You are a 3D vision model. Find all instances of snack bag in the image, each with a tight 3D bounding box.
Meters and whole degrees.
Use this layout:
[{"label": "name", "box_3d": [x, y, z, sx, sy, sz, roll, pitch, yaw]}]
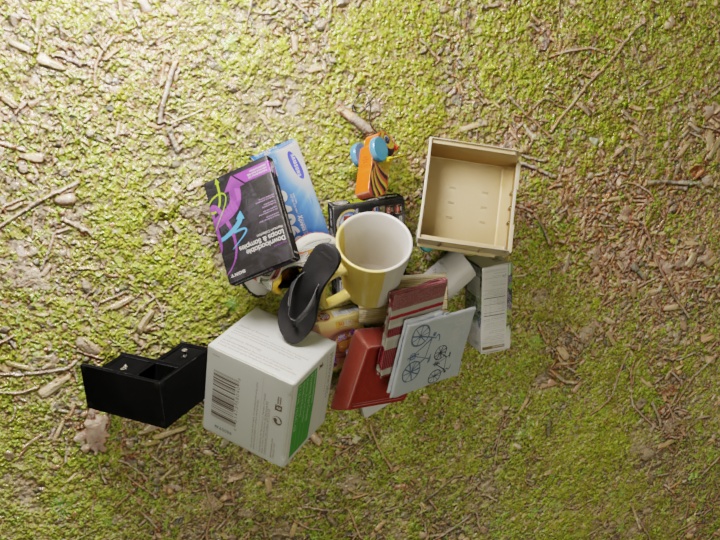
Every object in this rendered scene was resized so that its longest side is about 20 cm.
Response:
[{"label": "snack bag", "box_3d": [0.149, 0.162, 1.606, 0.196, 0.021, 0.193, -13, 127, -34]}]

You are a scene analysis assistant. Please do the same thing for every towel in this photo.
[{"label": "towel", "box_3d": [0.102, 0.115, 1.562, 0.141, 0.023, 0.204, -13, 126, -33]}]

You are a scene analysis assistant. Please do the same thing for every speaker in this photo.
[{"label": "speaker", "box_3d": [0.153, 0.044, 1.669, 0.199, 0.081, 0.082, -42, 116, -4]}]

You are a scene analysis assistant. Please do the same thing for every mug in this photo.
[{"label": "mug", "box_3d": [0.004, -0.007, 1.514, 0.181, 0.152, 0.155, -2, 141, -5]}]

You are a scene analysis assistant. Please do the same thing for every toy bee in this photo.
[{"label": "toy bee", "box_3d": [0.040, -0.231, 1.527, 0.107, 0.129, 0.205, 14, 92, -48]}]

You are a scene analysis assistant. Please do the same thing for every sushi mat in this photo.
[{"label": "sushi mat", "box_3d": [0.089, 0.059, 1.613, 0.194, 0.012, 0.099, -4, 94, -8]}]

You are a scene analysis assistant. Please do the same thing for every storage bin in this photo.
[{"label": "storage bin", "box_3d": [0.218, -0.141, 1.555, 0.193, 0.094, 0.206, 8, 80, 1]}]

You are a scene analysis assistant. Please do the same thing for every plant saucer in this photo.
[{"label": "plant saucer", "box_3d": [0.048, 0.209, 1.627, 0.196, 0.037, 0.204, -3, 123, -37]}]

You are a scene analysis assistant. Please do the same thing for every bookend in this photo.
[{"label": "bookend", "box_3d": [-0.393, 0.198, 1.500, 0.199, 0.194, 0.095, -35, 127, -56]}]

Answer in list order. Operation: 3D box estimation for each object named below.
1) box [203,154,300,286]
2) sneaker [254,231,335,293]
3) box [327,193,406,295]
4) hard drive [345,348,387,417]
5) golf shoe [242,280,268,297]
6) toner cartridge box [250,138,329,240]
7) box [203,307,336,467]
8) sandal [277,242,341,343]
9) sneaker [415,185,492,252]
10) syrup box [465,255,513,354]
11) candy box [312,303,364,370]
[{"label": "box", "box_3d": [-0.202, -0.091, 1.435, 0.140, 0.036, 0.205, -21, 79, 15]}, {"label": "sneaker", "box_3d": [-0.113, -0.007, 1.498, 0.197, 0.082, 0.079, -27, 142, -34]}, {"label": "box", "box_3d": [0.015, -0.049, 1.609, 0.156, 0.044, 0.206, -8, 110, -18]}, {"label": "hard drive", "box_3d": [0.043, 0.216, 1.673, 0.130, 0.025, 0.203, -28, 134, -17]}, {"label": "golf shoe", "box_3d": [-0.193, -0.039, 1.501, 0.078, 0.092, 0.205, -40, 128, -51]}, {"label": "toner cartridge box", "box_3d": [-0.136, -0.143, 1.524, 0.093, 0.043, 0.204, -25, 114, -12]}, {"label": "box", "box_3d": [-0.176, 0.221, 1.496, 0.196, 0.171, 0.204, 20, 120, 18]}, {"label": "sandal", "box_3d": [-0.102, 0.041, 1.419, 0.075, 0.043, 0.204, 28, 107, 13]}, {"label": "sneaker", "box_3d": [0.195, -0.117, 1.634, 0.200, 0.080, 0.078, -44, 116, -1]}, {"label": "syrup box", "box_3d": [0.285, 0.073, 1.728, 0.079, 0.079, 0.206, -9, 110, -17]}, {"label": "candy box", "box_3d": [-0.089, 0.154, 1.630, 0.195, 0.056, 0.120, -13, 113, -17]}]
